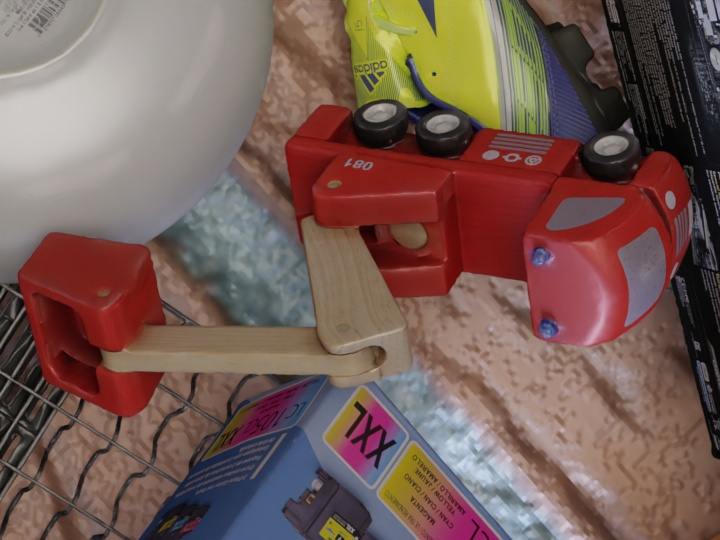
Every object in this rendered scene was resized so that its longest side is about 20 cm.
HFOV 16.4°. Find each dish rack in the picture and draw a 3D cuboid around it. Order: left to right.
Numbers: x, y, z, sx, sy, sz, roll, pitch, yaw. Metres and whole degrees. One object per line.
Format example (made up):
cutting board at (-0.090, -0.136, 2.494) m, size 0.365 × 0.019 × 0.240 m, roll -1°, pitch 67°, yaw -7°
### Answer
dish rack at (-0.083, 0.087, 0.936) m, size 0.199 × 0.055 × 0.154 m, roll 33°, pitch 85°, yaw -6°

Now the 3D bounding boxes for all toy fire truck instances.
toy fire truck at (0.000, 0.000, 0.855) m, size 0.199 × 0.141 × 0.049 m, roll 10°, pitch 130°, yaw 26°

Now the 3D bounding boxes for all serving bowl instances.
serving bowl at (-0.129, -0.100, 0.893) m, size 0.198 × 0.066 × 0.202 m, roll 1°, pitch 78°, yaw -5°

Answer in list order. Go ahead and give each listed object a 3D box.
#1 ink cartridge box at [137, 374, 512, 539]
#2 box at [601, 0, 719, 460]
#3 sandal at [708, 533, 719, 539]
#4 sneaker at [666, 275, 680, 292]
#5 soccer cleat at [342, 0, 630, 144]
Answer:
ink cartridge box at (-0.028, 0.150, 0.835) m, size 0.137 × 0.076 × 0.200 m, roll 48°, pitch 53°, yaw -13°
box at (0.164, -0.028, 0.835) m, size 0.086 × 0.164 × 0.202 m, roll -18°, pitch 100°, yaw -13°
sandal at (0.158, 0.084, 0.957) m, size 0.206 × 0.079 × 0.059 m, roll -32°, pitch 98°, yaw -4°
sneaker at (0.156, -0.061, 0.948) m, size 0.199 × 0.077 × 0.089 m, roll -27°, pitch 112°, yaw -15°
soccer cleat at (0.019, -0.103, 0.940) m, size 0.084 × 0.065 × 0.201 m, roll -38°, pitch 96°, yaw -2°
